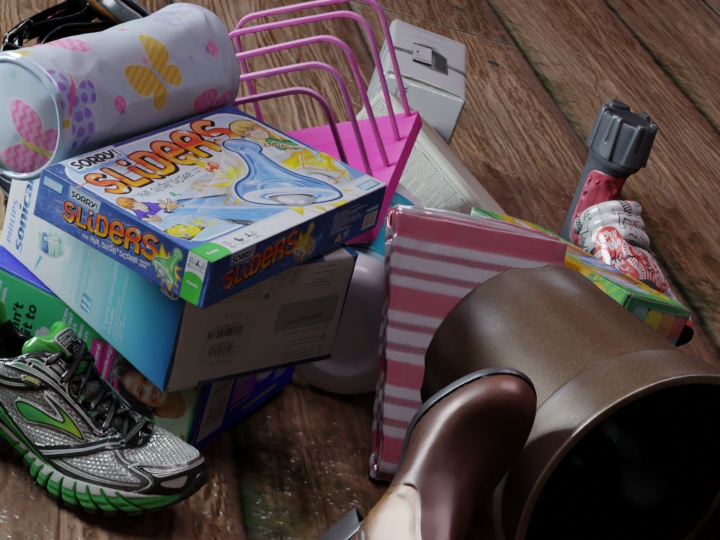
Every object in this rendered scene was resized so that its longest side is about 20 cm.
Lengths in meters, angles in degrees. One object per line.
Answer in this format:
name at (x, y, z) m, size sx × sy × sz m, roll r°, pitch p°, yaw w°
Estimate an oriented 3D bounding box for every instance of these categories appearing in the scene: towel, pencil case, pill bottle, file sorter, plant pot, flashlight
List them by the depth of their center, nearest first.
plant pot at (0.145, 0.106, 1.301) m, size 0.199 × 0.202 × 0.198 m, roll 7°, pitch 24°, yaw -28°
pencil case at (-0.166, -0.119, 1.319) m, size 0.090 × 0.084 × 0.200 m, roll -13°, pitch 8°, yaw 35°
towel at (0.077, 0.060, 1.431) m, size 0.145 × 0.202 × 0.030 m, roll 10°, pitch -15°, yaw -22°
file sorter at (-0.050, -0.114, 1.527) m, size 0.138 × 0.126 × 0.200 m, roll -8°, pitch 27°, yaw 17°
pill bottle at (0.000, 0.000, 1.543) m, size 0.110 × 0.112 × 0.200 m, roll 18°, pitch 30°, yaw -2°
flashlight at (0.203, -0.040, 1.733) m, size 0.067 × 0.202 × 0.068 m, roll 25°, pitch 22°, yaw 16°

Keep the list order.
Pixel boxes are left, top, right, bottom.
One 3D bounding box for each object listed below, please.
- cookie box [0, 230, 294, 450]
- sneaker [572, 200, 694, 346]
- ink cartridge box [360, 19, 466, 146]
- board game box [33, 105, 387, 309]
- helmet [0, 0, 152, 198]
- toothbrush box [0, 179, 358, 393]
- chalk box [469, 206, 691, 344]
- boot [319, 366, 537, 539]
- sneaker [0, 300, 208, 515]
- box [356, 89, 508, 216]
cookie box at (-0.159, 0.033, 1.405) m, size 0.199 × 0.076 × 0.171 m, roll 24°, pitch 23°, yaw 15°
sneaker at (0.230, 0.004, 1.689) m, size 0.067 × 0.109 × 0.201 m, roll -18°, pitch -18°, yaw 14°
ink cartridge box at (0.042, -0.139, 1.923) m, size 0.082 × 0.148 × 0.200 m, roll 19°, pitch 21°, yaw -4°
board game box at (-0.091, -0.045, 1.269) m, size 0.135 × 0.035 × 0.200 m, roll 27°, pitch 28°, yaw 23°
helmet at (-0.206, -0.114, 1.571) m, size 0.199 × 0.201 × 0.191 m, roll -3°, pitch 43°, yaw -45°
toothbrush box at (-0.123, -0.015, 1.330) m, size 0.146 × 0.086 × 0.200 m, roll -10°, pitch 37°, yaw -43°
chalk box at (0.162, 0.053, 1.534) m, size 0.199 × 0.125 × 0.124 m, roll 30°, pitch 8°, yaw 29°
boot at (0.048, 0.161, 1.114) m, size 0.068 × 0.188 × 0.200 m, roll 45°, pitch 8°, yaw -23°
sneaker at (-0.181, 0.085, 1.239) m, size 0.199 × 0.086 × 0.078 m, roll 25°, pitch 21°, yaw 15°
box at (0.056, -0.057, 1.734) m, size 0.078 × 0.095 × 0.200 m, roll 34°, pitch 16°, yaw -47°
